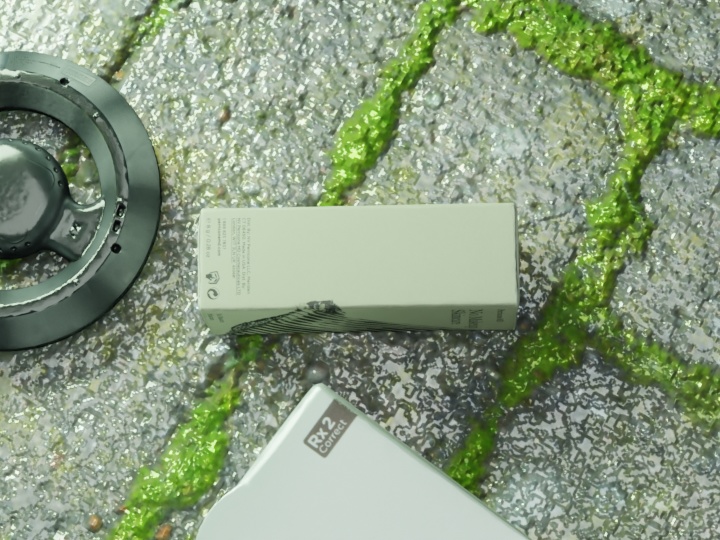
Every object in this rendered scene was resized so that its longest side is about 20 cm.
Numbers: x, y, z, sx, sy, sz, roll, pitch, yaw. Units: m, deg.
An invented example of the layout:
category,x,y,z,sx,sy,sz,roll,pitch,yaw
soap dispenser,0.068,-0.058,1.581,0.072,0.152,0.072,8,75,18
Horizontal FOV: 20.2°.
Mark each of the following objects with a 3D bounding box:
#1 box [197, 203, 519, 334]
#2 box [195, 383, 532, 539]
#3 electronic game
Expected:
category,x,y,z,sx,sy,sz,roll,pitch,yaw
box,0.000,0.000,1.273,0.199,0.082,0.069,-1,77,4
box,-0.004,0.209,1.201,0.200,0.131,0.199,36,82,10
electronic game,-0.228,-0.046,1.312,0.199,0.042,0.200,-1,79,3
